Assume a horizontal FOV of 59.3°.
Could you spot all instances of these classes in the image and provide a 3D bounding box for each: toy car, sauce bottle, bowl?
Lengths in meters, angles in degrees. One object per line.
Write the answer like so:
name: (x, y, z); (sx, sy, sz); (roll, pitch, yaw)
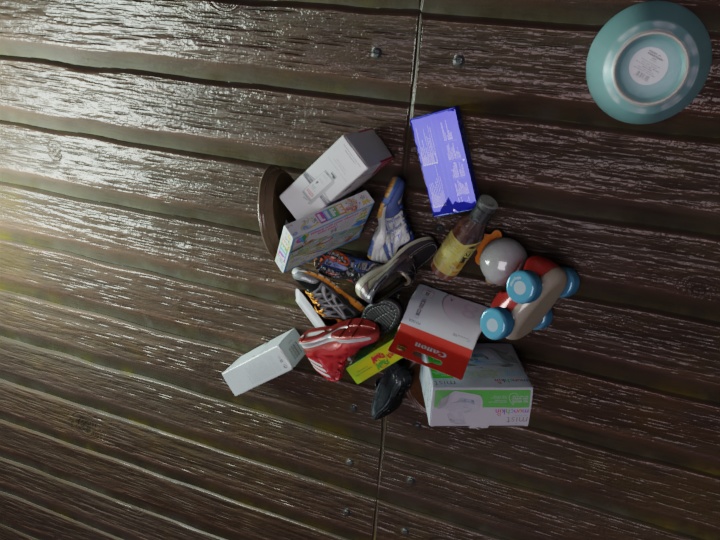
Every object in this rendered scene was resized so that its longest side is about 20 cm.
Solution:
toy car: (0.289, 0.014, 1.250); (0.200, 0.183, 0.178); (50, 125, 31)
sauce bottle: (0.207, -0.065, 1.259); (0.066, 0.066, 0.201); (35, 135, 6)
bowl: (0.476, -0.336, 1.044); (0.199, 0.105, 0.203); (8, 114, 18)

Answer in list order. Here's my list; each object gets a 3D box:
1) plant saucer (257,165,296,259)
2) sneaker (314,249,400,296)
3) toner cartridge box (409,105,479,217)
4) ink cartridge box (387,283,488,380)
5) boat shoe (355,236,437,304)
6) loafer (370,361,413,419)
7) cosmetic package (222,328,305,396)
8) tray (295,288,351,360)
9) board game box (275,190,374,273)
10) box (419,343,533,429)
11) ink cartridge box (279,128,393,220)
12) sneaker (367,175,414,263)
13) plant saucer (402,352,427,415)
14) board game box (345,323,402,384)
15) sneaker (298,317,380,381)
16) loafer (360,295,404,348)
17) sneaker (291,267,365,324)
plant saucer: (-0.164, -0.121, 1.333); (0.029, 0.200, 0.202); (-2, 110, 14)
sneaker: (0.000, 0.000, 1.386); (0.199, 0.078, 0.076); (26, 103, 7)
toner cartridge box: (0.169, -0.214, 1.250); (0.094, 0.043, 0.202); (-8, 107, 25)
ink cartridge box: (0.164, 0.118, 1.295); (0.161, 0.200, 0.057); (20, 122, 13)
boat shoe: (0.085, 0.005, 1.305); (0.065, 0.199, 0.072); (47, 165, 43)
loafer: (0.065, 0.279, 1.469); (0.071, 0.068, 0.201); (55, 144, 28)
cosmetic package: (-0.235, 0.226, 1.557); (0.199, 0.102, 0.074); (-27, 99, 27)
tray: (-0.093, 0.128, 1.461); (0.022, 0.107, 0.201); (-37, 95, -6)
board game box: (-0.074, -0.079, 1.292); (0.034, 0.199, 0.135); (54, 150, 17)
box: (0.230, 0.233, 1.296); (0.198, 0.177, 0.098); (1, 112, -1)
ink cartridge box: (-0.048, -0.191, 1.287); (0.200, 0.146, 0.083); (-37, 90, 30)
sneaker: (0.077, -0.102, 1.324); (0.087, 0.075, 0.201); (17, 125, 6)
plant saucer: (0.182, 0.262, 1.442); (0.198, 0.034, 0.202); (8, 114, 18)
board game box: (0.068, 0.170, 1.411); (0.199, 0.102, 0.048); (-36, 94, 29)
sneaker: (-0.030, 0.175, 1.381); (0.199, 0.078, 0.116); (-8, 116, 34)
loafer: (0.042, 0.102, 1.384); (0.073, 0.071, 0.200); (49, 144, 3)
sneaker: (-0.076, 0.063, 1.394); (0.200, 0.078, 0.078); (38, 84, -25)
